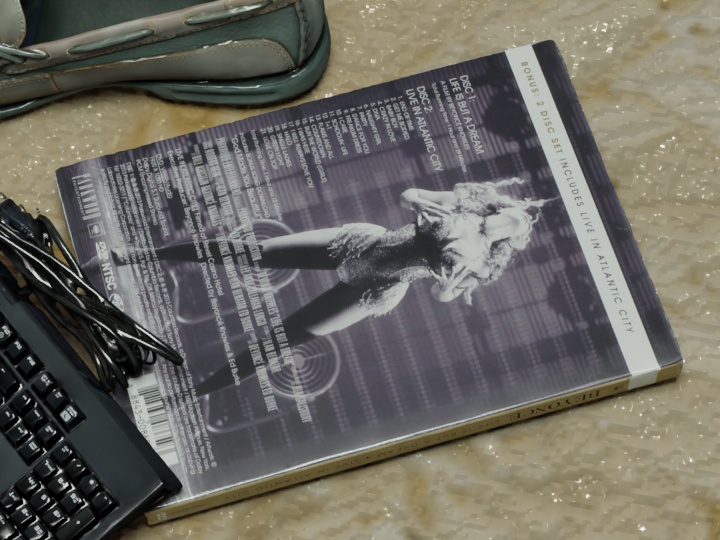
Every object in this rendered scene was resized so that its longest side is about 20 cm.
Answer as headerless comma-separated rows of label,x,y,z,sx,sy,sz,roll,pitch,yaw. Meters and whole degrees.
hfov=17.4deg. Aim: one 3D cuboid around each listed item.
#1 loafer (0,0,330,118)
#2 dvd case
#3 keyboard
loafer,-0.112,-0.102,0.903,0.200,0.063,0.072,-1,60,1
dvd case,0.000,0.000,0.870,0.200,0.016,0.149,-16,61,-6
keyboard,-0.143,0.017,0.842,0.104,0.040,0.200,-39,65,-10
